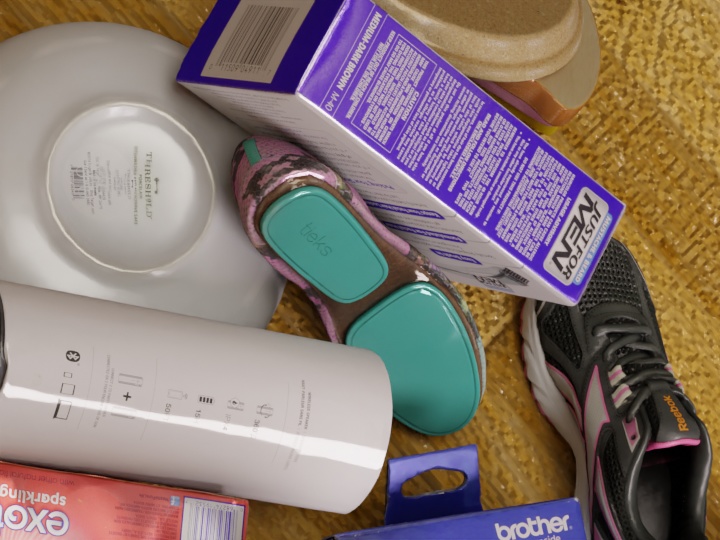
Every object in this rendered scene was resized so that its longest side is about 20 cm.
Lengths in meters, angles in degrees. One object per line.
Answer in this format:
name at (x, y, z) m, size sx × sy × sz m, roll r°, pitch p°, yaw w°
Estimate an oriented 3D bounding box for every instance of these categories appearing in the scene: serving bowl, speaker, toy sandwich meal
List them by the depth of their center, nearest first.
speaker at (-0.087, 0.059, 1.272) m, size 0.199 × 0.081 × 0.082 m, roll 11°, pitch 72°, yaw -26°
serving bowl at (-0.120, -0.032, 1.335) m, size 0.199 × 0.066 × 0.201 m, roll 6°, pitch 74°, yaw -20°
toy sandwich meal at (0.030, -0.146, 1.403) m, size 0.204 × 0.070 × 0.206 m, roll 20°, pitch 38°, yaw -17°

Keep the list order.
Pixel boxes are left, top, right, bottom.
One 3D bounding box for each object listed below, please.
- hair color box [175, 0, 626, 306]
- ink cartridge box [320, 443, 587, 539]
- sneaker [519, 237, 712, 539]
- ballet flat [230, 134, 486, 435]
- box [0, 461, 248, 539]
hair color box at (0.021, -0.062, 1.336) m, size 0.200 × 0.109 × 0.065 m, roll 38°, pitch 75°, yaw -33°
ink cartridge box at (0.048, 0.190, 1.338) m, size 0.136 × 0.076 × 0.201 m, roll -8°, pitch 77°, yaw -23°
sneaker at (0.143, 0.074, 1.400) m, size 0.080 × 0.086 × 0.201 m, roll -8°, pitch 78°, yaw -25°
ballet flat at (0.000, 0.000, 1.352) m, size 0.069 × 0.071 × 0.200 m, roll -33°, pitch 131°, yaw 9°
box at (-0.160, 0.146, 1.253) m, size 0.199 × 0.095 × 0.103 m, roll 9°, pitch 73°, yaw -19°
